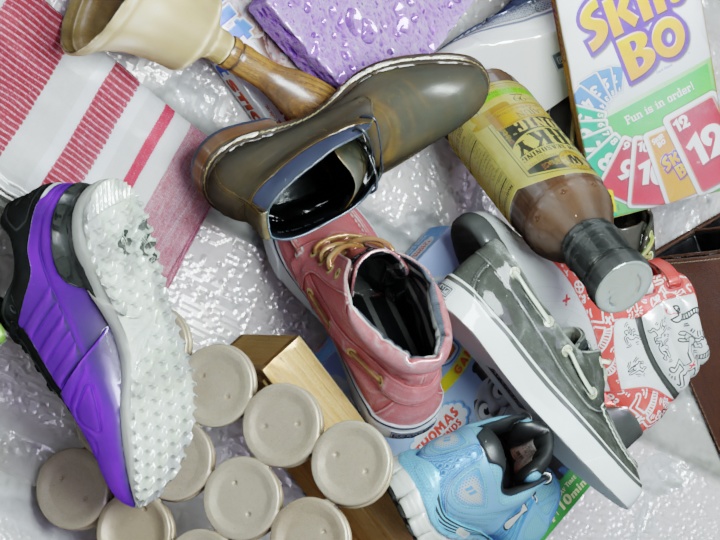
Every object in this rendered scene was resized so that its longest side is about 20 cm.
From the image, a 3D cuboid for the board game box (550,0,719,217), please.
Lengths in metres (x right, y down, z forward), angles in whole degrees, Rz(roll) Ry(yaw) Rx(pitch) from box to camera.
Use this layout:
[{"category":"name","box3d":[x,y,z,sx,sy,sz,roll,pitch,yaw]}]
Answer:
[{"category":"board game box","box3d":[0.180,-0.139,1.465,0.095,0.030,0.201,-14,106,-3]}]

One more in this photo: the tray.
[{"category":"tray","box3d":[-0.010,0.128,1.418,0.037,0.099,0.200,-41,105,-19]}]

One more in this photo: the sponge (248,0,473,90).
[{"category":"sponge","box3d":[0.022,-0.199,1.474,0.112,0.030,0.200,46,61,-18]}]

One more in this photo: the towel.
[{"category":"towel","box3d":[-0.175,-0.082,1.361,0.200,0.023,0.144,39,46,-18]}]

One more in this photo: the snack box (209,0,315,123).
[{"category":"snack box","box3d":[-0.078,-0.170,1.441,0.072,0.024,0.200,-42,105,-20]}]

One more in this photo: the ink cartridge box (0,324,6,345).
[{"category":"ink cartridge box","box3d":[-0.328,0.039,1.281,0.200,0.076,0.148,-39,104,-21]}]

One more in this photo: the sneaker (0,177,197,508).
[{"category":"sneaker","box3d":[-0.161,0.040,1.311,0.070,0.099,0.201,-38,123,-55]}]

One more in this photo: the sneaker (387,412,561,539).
[{"category":"sneaker","box3d":[0.091,0.133,1.387,0.090,0.200,0.079,-33,73,16]}]

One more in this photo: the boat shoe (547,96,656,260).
[{"category":"boat shoe","box3d":[0.166,-0.030,1.534,0.071,0.061,0.202,-16,94,-27]}]

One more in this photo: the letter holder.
[{"category":"letter holder","box3d":[0.303,0.058,1.552,0.100,0.142,0.201,-28,99,-24]}]

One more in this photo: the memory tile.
[{"category":"memory tile","box3d":[-0.089,0.124,1.339,0.199,0.017,0.154,29,92,21]}]

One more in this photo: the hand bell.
[{"category":"hand bell","box3d":[-0.075,-0.130,1.393,0.200,0.104,0.104,31,75,-26]}]

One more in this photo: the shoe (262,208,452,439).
[{"category":"shoe","box3d":[0.000,0.000,1.386,0.071,0.091,0.201,-17,60,-19]}]

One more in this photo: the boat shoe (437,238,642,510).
[{"category":"boat shoe","box3d":[0.125,0.067,1.404,0.064,0.071,0.200,-44,114,-9]}]

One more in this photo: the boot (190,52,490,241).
[{"category":"boot","box3d":[0.004,-0.070,1.370,0.199,0.097,0.075,-23,121,-12]}]

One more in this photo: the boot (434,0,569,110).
[{"category":"boot","box3d":[0.116,-0.158,1.519,0.199,0.090,0.073,-20,123,-1]}]

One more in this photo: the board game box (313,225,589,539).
[{"category":"board game box","box3d":[0.066,0.095,1.493,0.151,0.037,0.200,-47,106,-21]}]

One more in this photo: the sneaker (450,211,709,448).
[{"category":"sneaker","box3d":[0.149,0.014,1.475,0.108,0.067,0.202,-42,110,-12]}]

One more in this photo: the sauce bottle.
[{"category":"sauce bottle","box3d":[0.118,-0.050,1.409,0.064,0.200,0.065,-18,135,-19]}]
